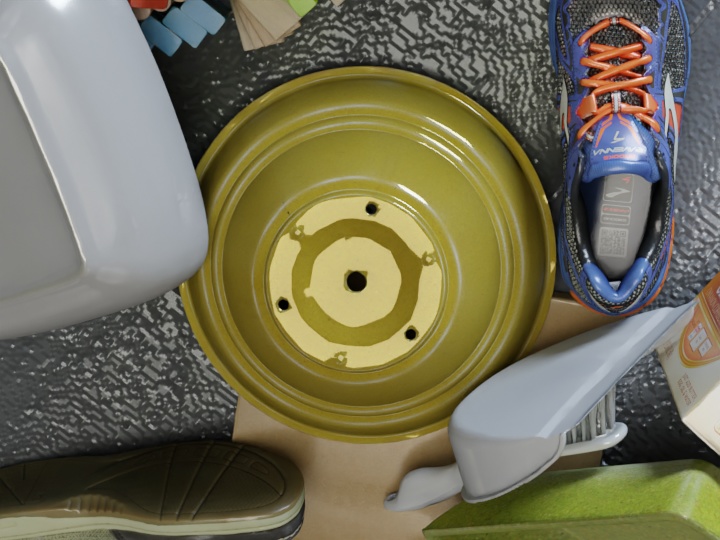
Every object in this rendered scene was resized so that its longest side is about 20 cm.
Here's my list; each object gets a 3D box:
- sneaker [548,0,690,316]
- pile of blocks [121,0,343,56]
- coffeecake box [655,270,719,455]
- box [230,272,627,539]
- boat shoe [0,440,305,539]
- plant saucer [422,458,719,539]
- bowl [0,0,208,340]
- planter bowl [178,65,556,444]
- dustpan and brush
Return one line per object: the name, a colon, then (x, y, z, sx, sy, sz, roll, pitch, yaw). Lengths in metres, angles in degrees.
sneaker: (0.133, -0.071, 1.342, 0.075, 0.078, 0.201, -4, 99, 4)
pile of blocks: (-0.079, -0.142, 1.351, 0.199, 0.062, 0.082, -16, 105, 10)
coffeecake box: (0.242, 0.003, 1.311, 0.073, 0.154, 0.200, 41, 100, -7)
box: (0.033, 0.079, 1.427, 0.199, 0.021, 0.164, 9, 106, 3)
boat shoe: (-0.118, 0.138, 1.431, 0.200, 0.072, 0.066, -4, 121, 20)
plant saucer: (0.166, 0.151, 1.355, 0.199, 0.200, 0.048, 33, 64, -29)
bowl: (-0.192, -0.055, 1.351, 0.199, 0.075, 0.200, -13, 107, 27)
planter bowl: (0.000, 0.000, 1.356, 0.200, 0.083, 0.201, 1, 100, 4)
dustpan and brush: (0.075, 0.086, 1.355, 0.200, 0.140, 0.057, -15, 107, 42)
